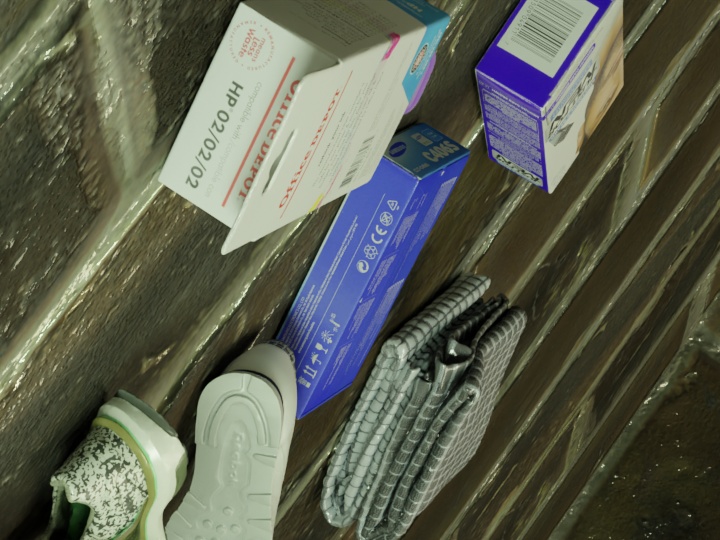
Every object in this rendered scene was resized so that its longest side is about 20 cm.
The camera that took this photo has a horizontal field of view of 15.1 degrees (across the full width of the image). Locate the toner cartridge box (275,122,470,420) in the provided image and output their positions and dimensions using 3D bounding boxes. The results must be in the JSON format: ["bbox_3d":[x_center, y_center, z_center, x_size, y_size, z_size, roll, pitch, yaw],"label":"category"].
[{"bbox_3d":[0.000,0.000,1.852,0.200,0.043,0.095,-63,167,23],"label":"toner cartridge box"}]

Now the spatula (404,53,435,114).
[{"bbox_3d":[-0.010,-0.092,1.653,0.200,0.021,0.057,-38,158,-53],"label":"spatula"}]

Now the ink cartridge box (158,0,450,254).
[{"bbox_3d":[-0.037,-0.090,1.461,0.115,0.068,0.200,-63,166,23],"label":"ink cartridge box"}]

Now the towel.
[{"bbox_3d":[0.059,0.117,2.238,0.166,0.085,0.200,-39,157,-56],"label":"towel"}]

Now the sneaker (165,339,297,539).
[{"bbox_3d":[-0.080,0.143,1.802,0.081,0.076,0.200,-62,171,-65],"label":"sneaker"}]

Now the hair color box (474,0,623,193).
[{"bbox_3d":[0.142,-0.142,1.997,0.109,0.065,0.200,-56,168,-10],"label":"hair color box"}]

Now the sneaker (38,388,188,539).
[{"bbox_3d":[-0.163,0.156,1.600,0.089,0.077,0.200,-32,149,-34],"label":"sneaker"}]
